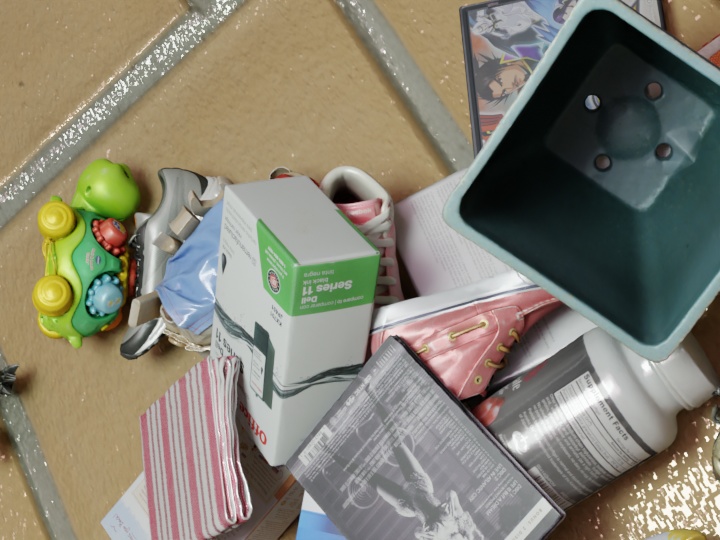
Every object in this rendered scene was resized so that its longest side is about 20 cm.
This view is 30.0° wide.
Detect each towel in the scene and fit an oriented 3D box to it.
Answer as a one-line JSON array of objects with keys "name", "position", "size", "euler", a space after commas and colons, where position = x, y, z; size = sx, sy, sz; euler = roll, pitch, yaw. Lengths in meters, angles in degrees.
[{"name": "towel", "position": [-0.148, 0.172, 1.186], "size": [0.200, 0.030, 0.148], "euler": [-39, 54, 54]}]

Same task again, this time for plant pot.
[{"name": "plant pot", "position": [0.202, -0.088, 1.018], "size": [0.195, 0.200, 0.197], "euler": [34, 110, 0]}]

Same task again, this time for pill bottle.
[{"name": "pill bottle", "position": [0.182, 0.115, 1.074], "size": [0.199, 0.110, 0.111], "euler": [-36, 62, 17]}]

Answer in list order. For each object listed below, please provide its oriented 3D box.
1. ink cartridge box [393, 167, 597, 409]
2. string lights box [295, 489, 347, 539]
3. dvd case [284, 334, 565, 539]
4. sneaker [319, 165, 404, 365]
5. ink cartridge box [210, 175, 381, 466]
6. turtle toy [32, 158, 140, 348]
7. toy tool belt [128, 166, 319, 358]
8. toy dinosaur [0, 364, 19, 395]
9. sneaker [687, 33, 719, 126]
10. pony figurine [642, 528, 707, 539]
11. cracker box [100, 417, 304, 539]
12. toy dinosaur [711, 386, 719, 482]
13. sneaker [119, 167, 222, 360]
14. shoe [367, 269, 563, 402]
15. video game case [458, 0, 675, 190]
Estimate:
[{"name": "ink cartridge box", "position": [0.133, -0.004, 1.178], "size": [0.172, 0.044, 0.201], "euler": [-26, 64, 6]}, {"name": "string lights box", "position": [-0.015, 0.281, 1.148], "size": [0.058, 0.103, 0.202], "euler": [4, 78, 30]}, {"name": "dvd case", "position": [0.046, 0.173, 1.066], "size": [0.200, 0.016, 0.149], "euler": [46, 107, 24]}, {"name": "sneaker", "position": [0.000, 0.000, 1.174], "size": [0.075, 0.105, 0.202], "euler": [-9, 62, -7]}, {"name": "ink cartridge box", "position": [-0.061, 0.042, 1.145], "size": [0.147, 0.082, 0.202], "euler": [45, 136, 48]}, {"name": "turtle toy", "position": [-0.278, -0.019, 1.377], "size": [0.100, 0.146, 0.202], "euler": [3, 75, -10]}, {"name": "toy tool belt", "position": [-0.126, -0.018, 1.244], "size": [0.125, 0.123, 0.201], "euler": [35, 94, 39]}, {"name": "toy dinosaur", "position": [-0.437, 0.126, 1.408], "size": [0.200, 0.134, 0.103], "euler": [-113, 41, -69]}, {"name": "sneaker", "position": [0.346, -0.192, 1.102], "size": [0.200, 0.073, 0.077], "euler": [-43, 82, 17]}, {"name": "pony figurine", "position": [0.205, 0.290, 1.008], "size": [0.199, 0.167, 0.194], "euler": [-27, 32, 25]}, {"name": "cracker box", "position": [-0.138, 0.216, 1.265], "size": [0.200, 0.058, 0.134], "euler": [-49, 58, 9]}, {"name": "toy dinosaur", "position": [0.306, 0.077, 1.026], "size": [0.047, 0.088, 0.202], "euler": [25, 90, 19]}, {"name": "sneaker", "position": [-0.202, -0.008, 1.341], "size": [0.202, 0.079, 0.074], "euler": [-70, 14, -9]}, {"name": "shoe", "position": [0.106, 0.056, 1.107], "size": [0.198, 0.071, 0.092], "euler": [-15, 80, 7]}, {"name": "video game case", "position": [0.183, -0.157, 1.177], "size": [0.179, 0.026, 0.202], "euler": [-10, 70, 15]}]
